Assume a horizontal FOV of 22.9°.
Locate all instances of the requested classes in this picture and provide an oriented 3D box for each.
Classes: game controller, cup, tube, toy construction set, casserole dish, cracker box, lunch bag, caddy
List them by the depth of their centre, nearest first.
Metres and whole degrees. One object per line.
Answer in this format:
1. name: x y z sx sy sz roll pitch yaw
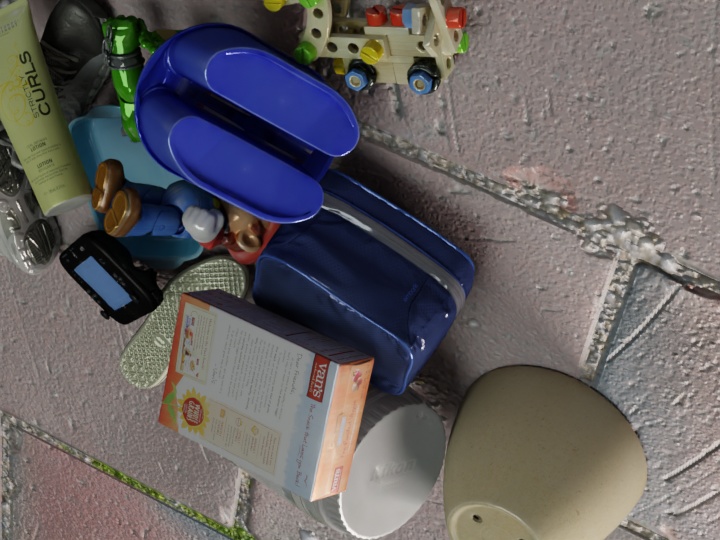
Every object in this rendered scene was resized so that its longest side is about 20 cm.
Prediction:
1. toy construction set: 0.016 -0.213 1.495 0.199 0.092 0.132 17 134 37
2. caddy: -0.100 -0.128 1.550 0.200 0.142 0.105 28 -174 -29
3. cracker box: -0.090 0.112 1.645 0.200 0.058 0.134 23 108 35
4. lunch bag: 0.000 0.000 1.649 0.200 0.132 0.136 34 156 7
5. tube: -0.311 -0.150 1.663 0.052 0.058 0.201 -30 80 56
6. cup: 0.159 0.215 1.712 0.200 0.143 0.201 18 134 20
7. casserole dish: -0.217 -0.090 1.772 0.121 0.039 0.201 2 129 22
8. game controller: -0.261 0.008 1.843 0.104 0.042 0.200 38 163 -10

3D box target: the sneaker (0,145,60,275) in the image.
1. sneaker: -0.395 -0.084 1.884 0.099 0.078 0.201 11 130 31

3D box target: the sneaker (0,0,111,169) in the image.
1. sneaker: -0.302 -0.170 1.717 0.075 0.116 0.200 31 137 9

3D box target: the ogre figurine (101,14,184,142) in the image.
1. ogre figurine: -0.145 -0.157 1.644 0.199 0.098 0.120 6 123 -12

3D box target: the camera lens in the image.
1. camera lens: -0.035 0.156 1.749 0.200 0.160 0.160 29 140 40

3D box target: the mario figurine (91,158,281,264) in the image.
1. mario figurine: -0.145 -0.073 1.669 0.106 0.199 0.124 -31 61 48

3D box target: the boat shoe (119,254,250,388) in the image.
1. boat shoe: -0.180 0.047 1.861 0.075 0.062 0.200 44 122 1
